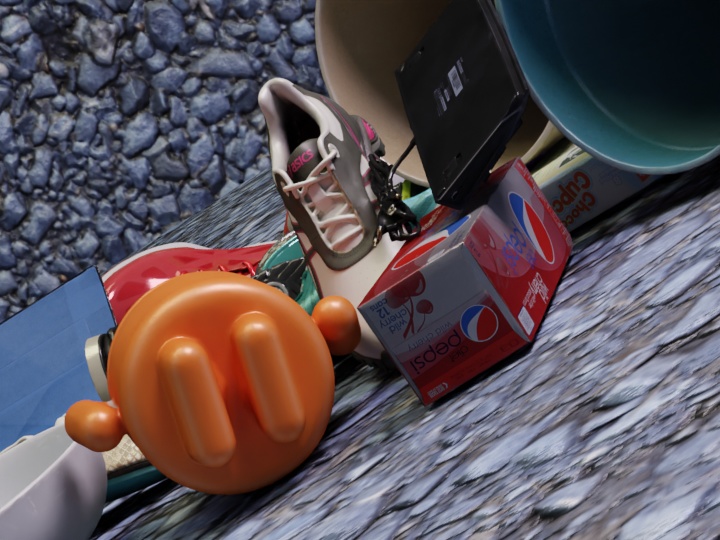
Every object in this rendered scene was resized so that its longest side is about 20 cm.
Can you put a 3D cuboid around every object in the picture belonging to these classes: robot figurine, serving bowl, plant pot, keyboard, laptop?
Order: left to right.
[{"bbox_3d":[-0.221,0.169,1.466,0.200,0.066,0.200,-34,9,6],"label":"serving bowl"},{"bbox_3d":[-0.250,0.118,1.737,0.187,0.116,0.200,-31,9,24],"label":"laptop"},{"bbox_3d":[-0.076,0.058,1.382,0.144,0.117,0.200,-57,10,-3],"label":"robot figurine"},{"bbox_3d":[0.044,-0.081,1.408,0.127,0.021,0.200,-51,19,17],"label":"keyboard"},{"bbox_3d":[0.103,-0.163,1.639,0.187,0.188,0.200,-28,-4,38],"label":"plant pot"},{"bbox_3d":[0.208,-0.173,1.415,0.188,0.200,0.200,-20,-3,-40],"label":"plant pot"}]

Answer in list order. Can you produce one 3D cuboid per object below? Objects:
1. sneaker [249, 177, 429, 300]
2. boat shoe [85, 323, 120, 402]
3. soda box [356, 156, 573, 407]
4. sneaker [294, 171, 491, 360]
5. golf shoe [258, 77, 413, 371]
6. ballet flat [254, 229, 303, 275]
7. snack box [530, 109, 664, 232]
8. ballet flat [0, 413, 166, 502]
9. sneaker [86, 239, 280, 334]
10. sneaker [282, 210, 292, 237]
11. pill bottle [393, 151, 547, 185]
[{"bbox_3d":[-0.015,0.020,1.633,0.200,0.075,0.076,-31,-14,1],"label":"sneaker"},{"bbox_3d":[-0.123,0.063,1.698,0.063,0.074,0.201,-22,-8,8],"label":"boat shoe"},{"bbox_3d":[0.059,0.003,1.350,0.070,0.063,0.200,-33,6,18],"label":"soda box"},{"bbox_3d":[0.000,0.000,1.554,0.200,0.080,0.078,-33,-7,-2],"label":"sneaker"},{"bbox_3d":[-0.013,-0.026,1.465,0.077,0.088,0.200,-36,47,11],"label":"golf shoe"},{"bbox_3d":[0.019,-0.018,1.734,0.200,0.068,0.068,-24,-5,-13],"label":"ballet flat"},{"bbox_3d":[0.163,-0.080,1.565,0.116,0.037,0.200,-32,6,26],"label":"snack box"},{"bbox_3d":[-0.186,0.125,1.582,0.200,0.065,0.070,-28,-17,26],"label":"ballet flat"},{"bbox_3d":[-0.086,0.007,1.799,0.200,0.078,0.115,-16,1,-30],"label":"sneaker"},{"bbox_3d":[0.022,-0.059,1.948,0.200,0.070,0.093,-24,-26,-31],"label":"sneaker"},{"bbox_3d":[0.062,-0.098,1.854,0.200,0.113,0.112,-38,8,-36],"label":"pill bottle"}]
